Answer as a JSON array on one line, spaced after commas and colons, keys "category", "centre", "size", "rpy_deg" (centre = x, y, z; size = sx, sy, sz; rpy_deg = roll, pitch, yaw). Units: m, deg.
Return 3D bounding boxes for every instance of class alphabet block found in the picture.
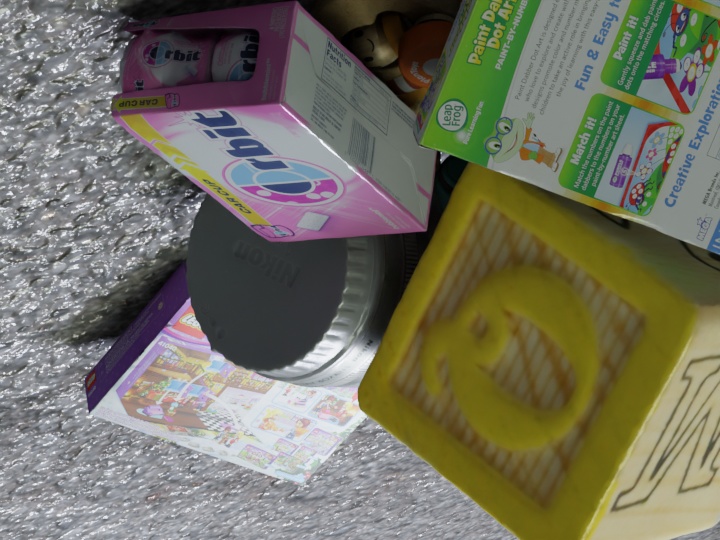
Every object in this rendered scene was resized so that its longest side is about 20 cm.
[{"category": "alphabet block", "centre": [0.153, 0.050, 1.490], "size": [0.199, 0.195, 0.197], "rpy_deg": [-4, 124, -54]}]

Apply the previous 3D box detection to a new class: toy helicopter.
[{"category": "toy helicopter", "centre": [0.011, -0.114, 1.439], "size": [0.131, 0.079, 0.200], "rpy_deg": [-3, 148, 6]}]

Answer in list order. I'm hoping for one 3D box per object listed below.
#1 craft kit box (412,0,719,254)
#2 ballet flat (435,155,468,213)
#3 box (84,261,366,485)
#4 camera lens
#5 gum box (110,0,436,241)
[{"category": "craft kit box", "centre": [0.155, -0.133, 1.326], "size": [0.196, 0.049, 0.201], "rpy_deg": [19, 104, -12]}, {"category": "ballet flat", "centre": [0.123, -0.088, 1.562], "size": [0.200, 0.067, 0.071], "rpy_deg": [-38, 152, -25]}, {"category": "box", "centre": [-0.086, 0.080, 1.735], "size": [0.199, 0.039, 0.137], "rpy_deg": [22, 125, -32]}, {"category": "camera lens", "centre": [0.000, 0.000, 1.587], "size": [0.160, 0.161, 0.199], "rpy_deg": [-37, 155, 31]}, {"category": "gum box", "centre": [-0.049, -0.085, 1.370], "size": [0.113, 0.067, 0.200], "rpy_deg": [-3, 157, 28]}]
